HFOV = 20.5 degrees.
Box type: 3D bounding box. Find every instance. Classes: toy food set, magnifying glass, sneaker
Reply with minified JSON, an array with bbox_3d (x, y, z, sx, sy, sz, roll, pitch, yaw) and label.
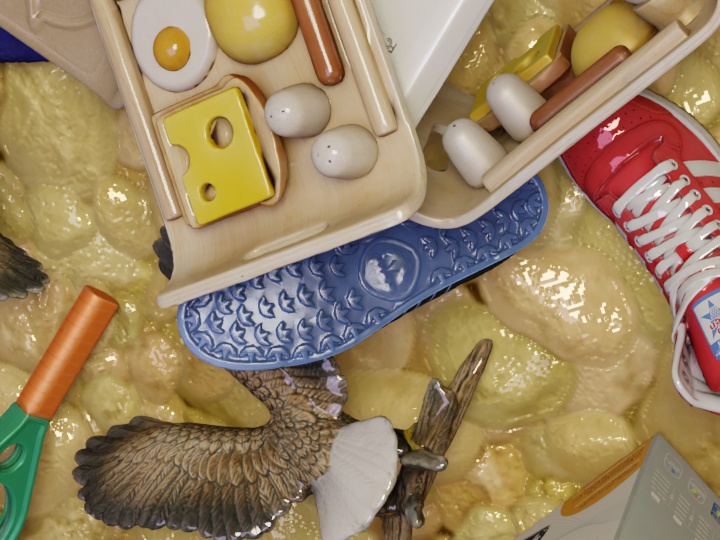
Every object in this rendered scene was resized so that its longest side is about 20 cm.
[{"bbox_3d":[-0.067,-0.097,0.917,0.143,0.060,0.202,-20,88,28],"label":"toy food set"},{"bbox_3d":[-0.201,0.099,1.154,0.022,0.079,0.201,37,97,35],"label":"magnifying glass"},{"bbox_3d":[0.098,-0.116,0.944,0.200,0.144,0.060,-38,104,27],"label":"toy food set"},{"bbox_3d":[0.000,0.000,1.016,0.198,0.078,0.071,-20,88,-9],"label":"sneaker"},{"bbox_3d":[0.161,-0.009,0.985,0.200,0.113,0.071,46,116,-3],"label":"sneaker"}]

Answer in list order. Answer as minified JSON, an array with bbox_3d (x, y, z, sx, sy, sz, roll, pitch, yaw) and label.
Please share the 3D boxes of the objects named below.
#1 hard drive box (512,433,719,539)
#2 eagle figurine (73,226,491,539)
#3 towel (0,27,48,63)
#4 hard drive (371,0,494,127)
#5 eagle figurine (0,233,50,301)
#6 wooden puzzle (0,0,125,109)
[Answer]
[{"bbox_3d":[0.108,0.194,1.032,0.077,0.200,0.156,47,116,-4],"label":"hard drive box"},{"bbox_3d":[-0.051,0.081,1.078,0.198,0.152,0.152,23,137,2],"label":"eagle figurine"},{"bbox_3d":[-0.143,-0.183,1.058,0.198,0.050,0.149,4,115,19],"label":"towel"},{"bbox_3d":[0.018,-0.158,0.961,0.132,0.027,0.201,43,108,40],"label":"hard drive"},{"bbox_3d":[-0.281,-0.036,1.086,0.198,0.152,0.152,-14,105,0],"label":"eagle figurine"},{"bbox_3d":[-0.153,-0.209,0.998,0.199,0.046,0.186,37,119,7],"label":"wooden puzzle"}]
